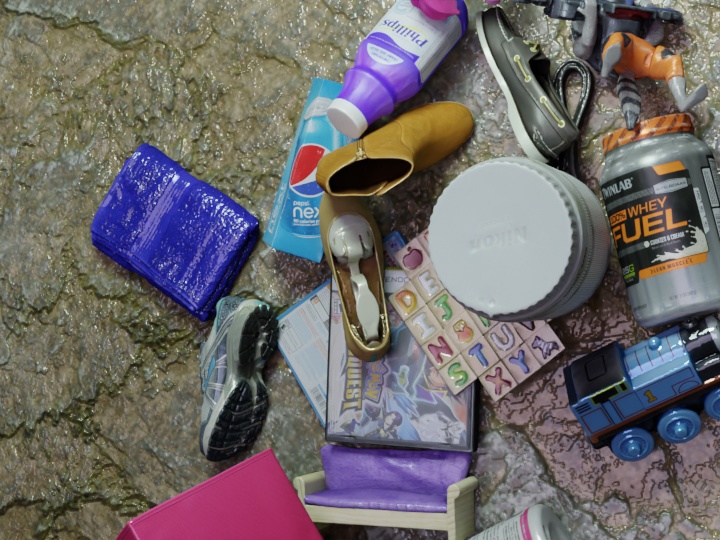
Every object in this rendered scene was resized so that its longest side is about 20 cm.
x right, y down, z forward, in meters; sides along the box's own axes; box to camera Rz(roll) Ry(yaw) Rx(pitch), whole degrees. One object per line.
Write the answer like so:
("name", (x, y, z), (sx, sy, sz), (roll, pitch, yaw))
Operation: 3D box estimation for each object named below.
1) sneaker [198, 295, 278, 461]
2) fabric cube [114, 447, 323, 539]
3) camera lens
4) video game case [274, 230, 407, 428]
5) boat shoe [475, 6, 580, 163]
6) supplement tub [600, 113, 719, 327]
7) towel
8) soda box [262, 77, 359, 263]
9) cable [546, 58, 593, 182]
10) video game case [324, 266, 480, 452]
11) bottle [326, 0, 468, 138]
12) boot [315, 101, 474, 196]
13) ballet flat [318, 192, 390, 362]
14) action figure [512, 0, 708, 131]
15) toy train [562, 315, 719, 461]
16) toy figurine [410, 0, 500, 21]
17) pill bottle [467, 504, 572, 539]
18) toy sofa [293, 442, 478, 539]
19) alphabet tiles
("sneaker", (-0.156, 0.126, 1.621), (0.086, 0.077, 0.203), (22, 99, 43))
("fabric cube", (-0.153, 0.354, 1.499), (0.201, 0.195, 0.200), (56, 144, 13))
("camera lens", (0.162, -0.030, 1.369), (0.158, 0.200, 0.163), (0, 89, 20))
("video game case", (0.002, 0.069, 1.580), (0.199, 0.018, 0.144), (-36, 75, 16))
("boat shoe", (0.182, -0.210, 1.478), (0.060, 0.071, 0.203), (-30, 62, 23))
("supplement tub", (0.320, -0.051, 1.405), (0.121, 0.122, 0.203), (-16, 82, 20))
("towel", (-0.231, -0.048, 1.658), (0.199, 0.049, 0.149), (33, 100, 19))
("soda box", (-0.051, -0.117, 1.569), (0.063, 0.068, 0.203), (16, 95, -14))
("cable", (0.217, -0.130, 1.483), (0.096, 0.050, 0.203), (25, 98, 32))
("video game case", (0.048, 0.098, 1.537), (0.178, 0.025, 0.203), (2, 89, 20))
("bottle", (0.038, -0.233, 1.506), (0.083, 0.066, 0.201), (29, 67, 24))
("boot", (0.047, -0.125, 1.475), (0.199, 0.144, 0.072), (-20, 105, -6))
("ballet flat", (0.000, 0.000, 1.507), (0.068, 0.063, 0.203), (-14, 86, -6))
("action figure", (0.249, -0.231, 1.415), (0.197, 0.194, 0.106), (7, 115, -12))
("toy train", (0.309, 0.118, 1.400), (0.198, 0.087, 0.115), (-27, 121, 18))
("toy figurine", (0.118, -0.356, 1.470), (0.197, 0.150, 0.187), (16, 78, -4))
("pill bottle", (0.136, 0.346, 1.466), (0.199, 0.113, 0.114), (-31, 77, 18))
("toy sofa", (0.029, 0.249, 1.528), (0.197, 0.083, 0.099), (0, 89, 21))
("alphabet tiles", (0.128, 0.033, 1.491), (0.166, 0.006, 0.201), (-39, 77, 16))
